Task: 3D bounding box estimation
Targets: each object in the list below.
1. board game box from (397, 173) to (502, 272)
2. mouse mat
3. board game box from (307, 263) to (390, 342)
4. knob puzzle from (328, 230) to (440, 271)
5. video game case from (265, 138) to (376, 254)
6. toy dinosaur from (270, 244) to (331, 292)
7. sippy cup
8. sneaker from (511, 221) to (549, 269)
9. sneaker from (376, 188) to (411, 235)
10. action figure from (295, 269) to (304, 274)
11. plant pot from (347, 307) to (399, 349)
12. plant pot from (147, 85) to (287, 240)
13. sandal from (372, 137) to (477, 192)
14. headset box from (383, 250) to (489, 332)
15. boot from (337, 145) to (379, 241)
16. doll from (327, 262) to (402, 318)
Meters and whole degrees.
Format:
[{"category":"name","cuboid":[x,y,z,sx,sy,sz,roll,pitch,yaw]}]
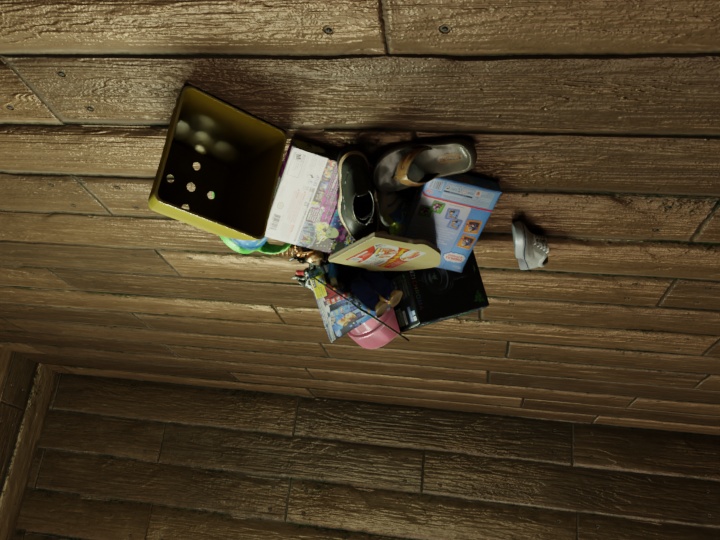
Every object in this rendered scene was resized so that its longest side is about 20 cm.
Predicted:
[{"category":"board game box","cuboid":[0.161,-0.093,1.320,0.147,0.037,0.203,11,129,-14]},{"category":"mouse mat","cuboid":[0.001,0.079,1.417,0.199,0.008,0.160,34,178,-38]},{"category":"board game box","cuboid":[-0.004,0.039,1.526,0.196,0.062,0.203,-21,132,-7]},{"category":"knob puzzle","cuboid":[0.065,-0.037,1.293,0.213,0.031,0.220,1,164,0]},{"category":"video game case","cuboid":[-0.075,-0.131,1.298,0.177,0.036,0.203,13,125,-17]},{"category":"toy dinosaur","cuboid":[-0.099,-0.037,1.522,0.196,0.104,0.136,24,144,-11]},{"category":"sippy cup","cuboid":[-0.208,-0.121,1.390,0.129,0.143,0.176,-23,154,35]},{"category":"sneaker","cuboid":[0.357,-0.056,1.443,0.069,0.075,0.200,-10,163,16]},{"category":"sneaker","cuboid":[0.094,-0.122,1.370,0.102,0.078,0.200,-12,160,10]},{"category":"action figure","cuboid":[-0.081,-0.025,1.654,0.197,0.067,0.051,-9,167,40]},{"category":"plant pot","cuboid":[0.007,0.059,1.688,0.198,0.203,0.178,-16,133,45]},{"category":"plant pot","cuboid":[-0.271,-0.166,1.215,0.197,0.205,0.175,21,162,-31]},{"category":"sandal","cuboid":[0.104,-0.176,1.195,0.195,0.055,0.083,-5,124,27]},{"category":"headset box","cuboid":[0.160,0.018,1.456,0.196,0.179,0.092,-10,170,-28]},{"category":"boot","cuboid":[0.000,-0.096,1.224,0.076,0.140,0.203,-15,131,1]},{"category":"doll","cuboid":[0.000,0.000,1.403,0.200,0.135,0.049,46,156,25]}]
